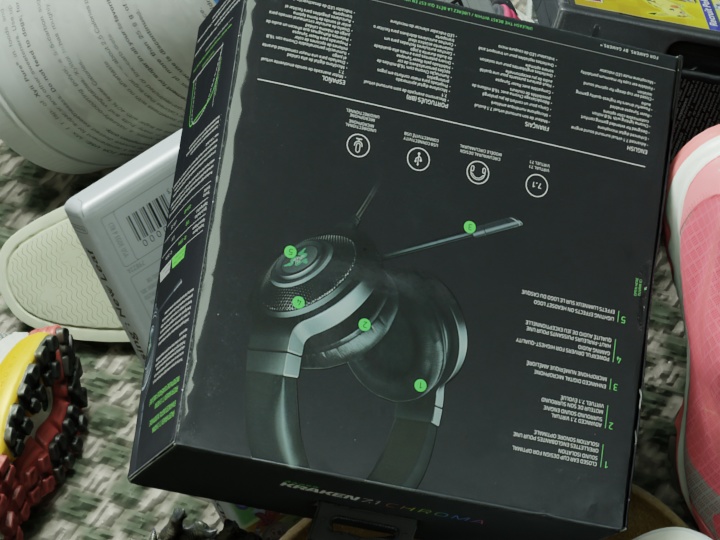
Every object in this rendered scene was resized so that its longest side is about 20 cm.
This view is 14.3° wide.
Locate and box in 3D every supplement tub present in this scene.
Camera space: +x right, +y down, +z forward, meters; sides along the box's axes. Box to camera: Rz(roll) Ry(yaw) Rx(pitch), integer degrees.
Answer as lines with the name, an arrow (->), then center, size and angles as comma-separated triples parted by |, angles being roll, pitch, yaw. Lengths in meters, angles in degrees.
supplement tub -> -0.077, -0.129, 1.297 | 0.200, 0.132, 0.132 | -19, 33, 40

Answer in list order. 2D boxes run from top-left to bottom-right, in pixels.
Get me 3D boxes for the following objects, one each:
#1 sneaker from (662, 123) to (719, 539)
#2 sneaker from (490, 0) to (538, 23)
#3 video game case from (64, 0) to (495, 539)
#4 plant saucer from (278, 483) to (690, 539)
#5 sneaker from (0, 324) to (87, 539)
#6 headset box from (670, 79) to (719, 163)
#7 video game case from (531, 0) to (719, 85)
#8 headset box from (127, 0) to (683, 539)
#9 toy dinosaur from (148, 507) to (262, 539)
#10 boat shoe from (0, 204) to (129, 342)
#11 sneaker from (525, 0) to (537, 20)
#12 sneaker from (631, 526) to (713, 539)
sneaker -> 0.151, 0.049, 1.067 | 0.074, 0.201, 0.087 | -12, 16, 1
sneaker -> 0.044, -0.087, 1.303 | 0.081, 0.075, 0.200 | -62, 22, 2
video game case -> 0.000, 0.000, 1.172 | 0.200, 0.182, 0.022 | -34, 23, -21
plant saucer -> 0.045, 0.156, 1.101 | 0.200, 0.036, 0.201 | -7, 44, 6
sneaker -> -0.183, 0.100, 1.193 | 0.082, 0.078, 0.200 | 1, 36, 20
headset box -> 0.222, -0.028, 1.172 | 0.149, 0.077, 0.200 | -1, 30, -39
video game case -> 0.154, -0.127, 1.198 | 0.180, 0.026, 0.200 | 10, 29, -10
headset box -> 0.016, 0.006, 1.075 | 0.174, 0.093, 0.201 | 11, 75, -13
toy dinosaur -> -0.074, 0.136, 1.098 | 0.200, 0.047, 0.088 | 17, 73, 48
boat shoe -> -0.064, -0.014, 1.294 | 0.199, 0.072, 0.068 | -15, 5, 8
sneaker -> 0.152, -0.140, 1.352 | 0.200, 0.075, 0.116 | -28, 43, -14
sneaker -> 0.059, 0.150, 1.025 | 0.200, 0.071, 0.073 | -37, 48, -23
